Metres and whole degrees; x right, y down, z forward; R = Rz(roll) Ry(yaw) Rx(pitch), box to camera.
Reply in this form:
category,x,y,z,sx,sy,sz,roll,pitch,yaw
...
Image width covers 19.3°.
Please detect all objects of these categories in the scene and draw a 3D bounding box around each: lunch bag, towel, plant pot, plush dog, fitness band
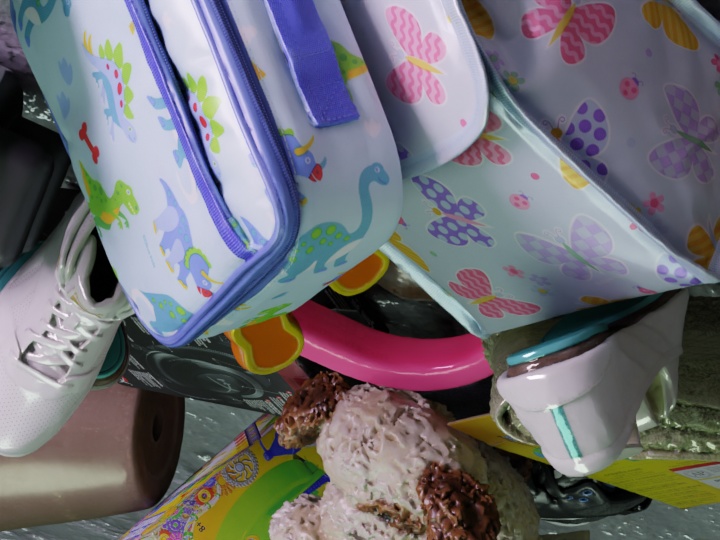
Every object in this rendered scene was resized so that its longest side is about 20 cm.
category,x,y,z,sx,sy,sz,roll,pitch,yaw
lunch bag,-0.066,-0.081,0.866,0.082,0.200,0.161,-16,170,-33
towel,0.159,0.049,1.058,0.199,0.037,0.148,4,-157,-4
plant pot,-0.220,0.101,1.463,0.174,0.201,0.200,4,156,14
lunch bag,0.048,-0.073,0.888,0.200,0.127,0.169,42,151,-20
plush dog,0.038,0.131,1.245,0.200,0.161,0.172,29,165,33
fitness band,0.000,0.000,1.153,0.200,0.037,0.144,26,134,-17

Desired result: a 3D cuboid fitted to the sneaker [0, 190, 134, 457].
category,x,y,z,sx,sy,sz,roll,pitch,yaw
sneaker,-0.159,0.020,1.146,0.074,0.200,0.116,28,-174,-8

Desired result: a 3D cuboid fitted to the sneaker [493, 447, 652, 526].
category,x,y,z,sx,sy,sz,roll,pitch,yaw
sneaker,0.099,0.122,1.369,0.199,0.073,0.112,7,164,-26

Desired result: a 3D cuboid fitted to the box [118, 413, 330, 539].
category,x,y,z,sx,sy,sz,roll,pitch,yaw
box,-0.027,0.201,1.427,0.200,0.193,0.122,51,155,-4

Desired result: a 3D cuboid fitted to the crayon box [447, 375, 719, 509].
category,x,y,z,sx,sy,sz,roll,pitch,yaw
crayon box,0.164,0.084,1.207,0.200,0.051,0.127,21,155,-37

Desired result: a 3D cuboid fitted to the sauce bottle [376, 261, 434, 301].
category,x,y,z,sx,sy,sz,roll,pitch,yaw
sauce bottle,0.054,-0.014,1.060,0.199,0.065,0.065,5,157,5

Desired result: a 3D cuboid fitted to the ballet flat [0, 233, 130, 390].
category,x,y,z,sx,sy,sz,roll,pitch,yaw
ballet flat,-0.215,-0.001,1.249,0.200,0.067,0.064,45,148,3

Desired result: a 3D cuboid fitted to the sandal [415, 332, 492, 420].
category,x,y,z,sx,sy,sz,roll,pitch,yaw
sandal,0.096,0.056,1.288,0.076,0.043,0.200,20,154,-25

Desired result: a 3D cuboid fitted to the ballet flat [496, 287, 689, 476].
category,x,y,z,sx,sy,sz,roll,pitch,yaw
ballet flat,0.109,0.049,0.936,0.069,0.070,0.200,13,-168,17

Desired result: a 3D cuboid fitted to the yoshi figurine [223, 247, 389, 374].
category,x,y,z,sx,sy,sz,roll,pitch,yaw
yoshi figurine,-0.064,-0.042,1.030,0.112,0.200,0.112,-11,136,-31

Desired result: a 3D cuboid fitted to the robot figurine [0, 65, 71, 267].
category,x,y,z,sx,sy,sz,roll,pitch,yaw
robot figurine,-0.262,-0.072,1.145,0.200,0.125,0.150,24,154,0

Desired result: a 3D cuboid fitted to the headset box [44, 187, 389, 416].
category,x,y,z,sx,sy,sz,roll,pitch,yaw
headset box,-0.084,0.026,1.308,0.199,0.077,0.149,8,157,25
